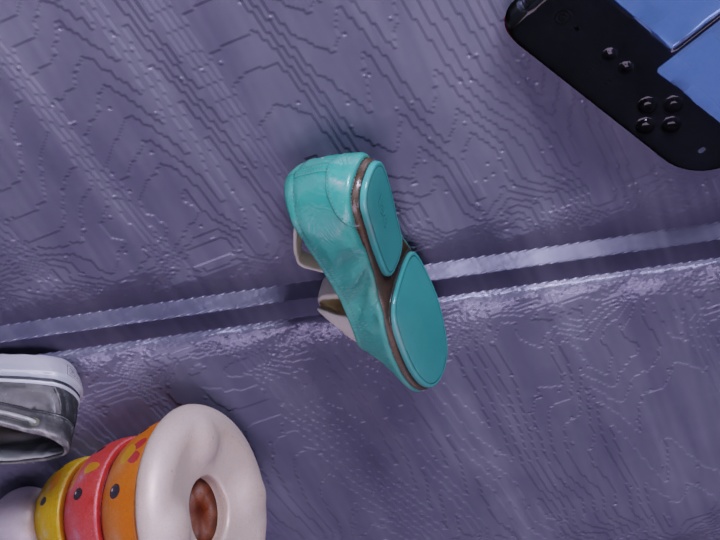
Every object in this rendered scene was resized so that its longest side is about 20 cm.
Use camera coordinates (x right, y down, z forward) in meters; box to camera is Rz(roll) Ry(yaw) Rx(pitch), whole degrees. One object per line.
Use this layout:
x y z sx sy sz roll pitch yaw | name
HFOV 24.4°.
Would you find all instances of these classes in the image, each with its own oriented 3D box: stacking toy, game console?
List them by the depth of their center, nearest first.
0.205 -0.148 0.905 0.177 0.031 0.200 30 126 -32 | game console
-0.179 0.175 1.164 0.199 0.146 0.146 -9 140 27 | stacking toy

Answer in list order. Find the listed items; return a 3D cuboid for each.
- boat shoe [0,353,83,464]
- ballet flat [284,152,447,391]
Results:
-0.283 0.097 1.090 0.199 0.071 0.072 -6 138 2 | boat shoe
0.000 0.000 1.031 0.070 0.067 0.200 6 142 25 | ballet flat
